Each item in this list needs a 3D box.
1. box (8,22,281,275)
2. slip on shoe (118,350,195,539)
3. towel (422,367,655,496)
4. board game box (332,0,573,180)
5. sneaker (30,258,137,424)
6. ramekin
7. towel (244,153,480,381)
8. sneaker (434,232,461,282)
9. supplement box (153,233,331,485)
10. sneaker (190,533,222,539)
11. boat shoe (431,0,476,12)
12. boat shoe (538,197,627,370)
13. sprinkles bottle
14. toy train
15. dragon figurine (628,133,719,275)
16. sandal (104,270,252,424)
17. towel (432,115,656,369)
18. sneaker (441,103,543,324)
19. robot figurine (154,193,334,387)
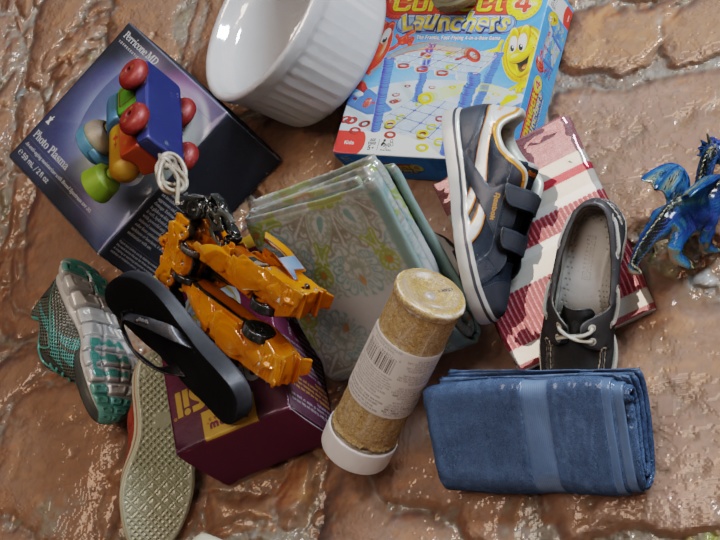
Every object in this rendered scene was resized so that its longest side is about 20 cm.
[{"bbox_3d":[-0.229,-0.120,1.866,0.198,0.123,0.200,-48,54,0],"label":"box"},{"bbox_3d":[-0.202,0.180,1.749,0.074,0.061,0.200,3,76,-12],"label":"slip on shoe"},{"bbox_3d":[0.158,0.141,1.549,0.200,0.049,0.112,-3,101,28],"label":"towel"},{"bbox_3d":[0.092,-0.188,1.757,0.200,0.056,0.196,5,70,31],"label":"board game box"},{"bbox_3d":[-0.292,0.087,1.844,0.091,0.078,0.200,-42,49,25],"label":"sneaker"},{"bbox_3d":[-0.063,-0.245,1.809,0.200,0.098,0.201,-37,39,38],"label":"ramekin"},{"bbox_3d":[0.000,0.000,1.636,0.171,0.200,0.048,-16,18,39],"label":"towel"},{"bbox_3d":[0.017,-0.012,1.689,0.200,0.083,0.072,32,123,43],"label":"sneaker"},{"bbox_3d":[-0.116,0.085,1.714,0.131,0.103,0.200,-23,58,16],"label":"supplement box"},{"bbox_3d":[-0.070,0.285,1.625,0.200,0.070,0.093,29,65,38],"label":"sneaker"},{"bbox_3d":[0.074,-0.341,1.781,0.071,0.065,0.200,-26,43,6],"label":"boat shoe"},{"bbox_3d":[0.197,0.034,1.564,0.074,0.060,0.200,12,89,16],"label":"boat shoe"},{"bbox_3d":[0.028,0.093,1.589,0.068,0.068,0.200,54,133,36],"label":"sprinkles bottle"},{"bbox_3d":[-0.224,-0.103,1.711,0.116,0.085,0.200,-34,39,23],"label":"toy train"},{"bbox_3d":[0.279,-0.059,1.539,0.059,0.200,0.100,21,116,37],"label":"dragon figurine"},{"bbox_3d":[-0.177,0.068,1.634,0.043,0.076,0.200,-27,52,-33],"label":"sandal"},{"bbox_3d":[0.169,-0.024,1.624,0.144,0.023,0.200,-27,76,15],"label":"towel"},{"bbox_3d":[0.124,-0.054,1.590,0.079,0.078,0.200,-9,83,17],"label":"sneaker"},{"bbox_3d":[-0.116,0.016,1.631,0.200,0.058,0.145,37,118,37],"label":"robot figurine"}]
